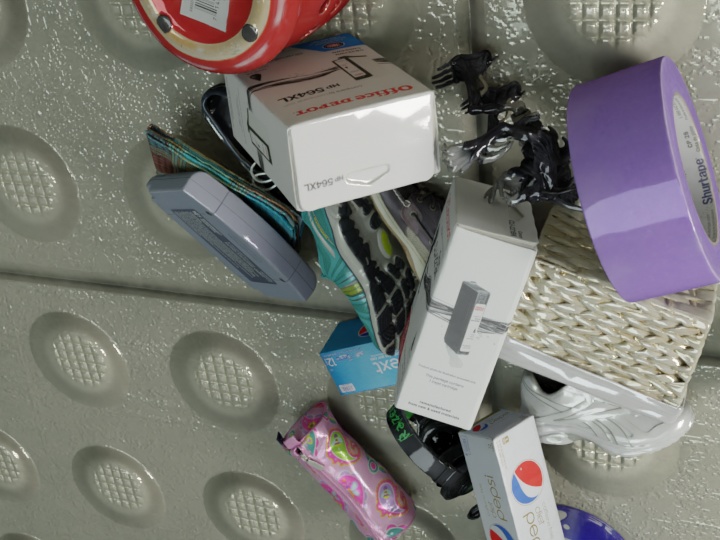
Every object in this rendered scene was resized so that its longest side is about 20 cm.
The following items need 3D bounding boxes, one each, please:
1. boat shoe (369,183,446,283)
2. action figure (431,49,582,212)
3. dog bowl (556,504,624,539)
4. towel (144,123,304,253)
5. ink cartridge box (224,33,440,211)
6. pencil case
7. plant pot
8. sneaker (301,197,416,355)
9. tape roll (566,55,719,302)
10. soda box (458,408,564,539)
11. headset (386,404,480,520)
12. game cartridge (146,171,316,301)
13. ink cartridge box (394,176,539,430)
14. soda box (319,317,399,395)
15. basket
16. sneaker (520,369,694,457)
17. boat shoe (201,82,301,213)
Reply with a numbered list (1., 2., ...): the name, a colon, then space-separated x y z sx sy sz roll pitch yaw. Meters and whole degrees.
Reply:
1. boat shoe: 0.066 -0.057 1.096 0.064 0.072 0.202 -23 108 22
2. action figure: 0.134 -0.110 0.944 0.102 0.201 0.119 -36 136 14
3. dog bowl: 0.250 0.396 1.298 0.197 0.079 0.203 12 125 18
4. towel: -0.152 -0.083 1.158 0.198 0.022 0.147 31 164 3
5. ink cartridge box: -0.031 -0.146 0.969 0.144 0.200 0.086 -17 122 -18
6. pencil case: -0.017 0.266 1.332 0.087 0.088 0.200 -32 105 36
7. plant pot: -0.112 -0.295 0.949 0.197 0.183 0.203 13 125 19
8. sneaker: 0.000 0.000 1.102 0.079 0.077 0.202 0 123 43
9. tape roll: 0.256 -0.079 0.905 0.084 0.201 0.202 -14 115 28
10. soda box: 0.177 0.265 1.167 0.063 0.067 0.203 3 112 56
11. headset: 0.101 0.232 1.232 0.199 0.124 0.094 34 106 -29
12. game cartridge: -0.141 -0.039 1.157 0.200 0.042 0.132 44 155 -29
13. ink cartridge box: 0.101 0.028 1.014 0.082 0.145 0.203 17 113 -2
14. soda box: 0.055 0.085 1.190 0.197 0.068 0.065 -14 115 31
15. basket: 0.248 0.038 1.030 0.197 0.136 0.125 20 125 11
16. sneaker: 0.264 0.143 1.130 0.197 0.078 0.101 -1 117 24
17. boat shoe: -0.093 -0.126 1.117 0.075 0.062 0.200 -41 97 10
